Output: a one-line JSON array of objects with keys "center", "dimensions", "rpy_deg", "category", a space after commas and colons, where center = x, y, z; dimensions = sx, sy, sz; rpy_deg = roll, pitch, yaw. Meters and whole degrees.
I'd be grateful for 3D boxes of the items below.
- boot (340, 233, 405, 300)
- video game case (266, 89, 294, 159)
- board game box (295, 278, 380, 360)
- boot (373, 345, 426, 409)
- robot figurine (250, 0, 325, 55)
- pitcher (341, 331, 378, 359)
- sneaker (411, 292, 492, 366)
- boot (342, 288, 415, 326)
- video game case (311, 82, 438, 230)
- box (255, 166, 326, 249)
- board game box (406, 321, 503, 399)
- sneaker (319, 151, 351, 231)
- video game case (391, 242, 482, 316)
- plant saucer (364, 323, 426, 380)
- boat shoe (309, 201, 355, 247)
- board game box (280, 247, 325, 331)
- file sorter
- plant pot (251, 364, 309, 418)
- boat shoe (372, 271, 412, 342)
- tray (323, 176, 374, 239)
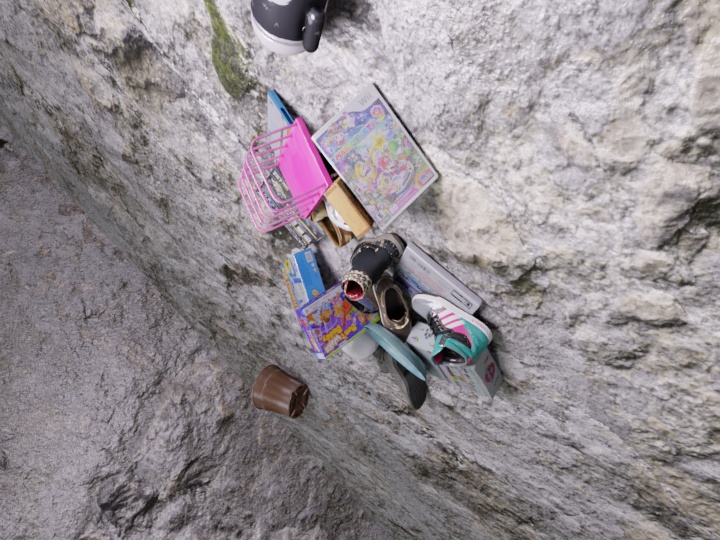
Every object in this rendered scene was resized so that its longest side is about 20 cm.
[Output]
[{"center": [0.000, -0.001, 1.184], "dimensions": [0.074, 0.154, 0.202], "rpy_deg": [49, 151, -12], "category": "boot"}, {"center": [-0.149, -0.260, 1.123], "dimensions": [0.203, 0.017, 0.144], "rpy_deg": [58, 156, 21], "category": "video game case"}, {"center": [-0.053, 0.112, 1.324], "dimensions": [0.044, 0.197, 0.138], "rpy_deg": [-11, 108, 54], "category": "board game box"}, {"center": [0.112, 0.301, 1.531], "dimensions": [0.129, 0.067, 0.205], "rpy_deg": [5, 125, 56], "category": "boot"}, {"center": [-0.105, -0.434, 0.808], "dimensions": [0.120, 0.155, 0.201], "rpy_deg": [15, 151, -9], "category": "robot figurine"}, {"center": [-0.040, 0.139, 1.462], "dimensions": [0.170, 0.120, 0.204], "rpy_deg": [-11, 110, 61], "category": "pitcher"}, {"center": [0.172, 0.138, 1.128], "dimensions": [0.196, 0.121, 0.085], "rpy_deg": [27, 148, 28], "category": "sneaker"}, {"center": [0.044, 0.092, 1.304], "dimensions": [0.200, 0.097, 0.075], "rpy_deg": [45, 151, 1], "category": "boot"}, {"center": [0.028, -0.197, 0.916], "dimensions": [0.202, 0.143, 0.018], "rpy_deg": [50, 174, -11], "category": "video game case"}, {"center": [-0.164, -0.159, 1.308], "dimensions": [0.201, 0.049, 0.160], "rpy_deg": [50, 153, -8], "category": "box"}, {"center": [0.220, 0.211, 1.237], "dimensions": [0.196, 0.065, 0.149], "rpy_deg": [17, 153, 43], "category": "board game box"}, {"center": [-0.050, -0.165, 1.085], "dimensions": [0.200, 0.074, 0.089], "rpy_deg": [46, 156, 28], "category": "sneaker"}, {"center": [0.161, 0.049, 1.177], "dimensions": [0.198, 0.022, 0.184], "rpy_deg": [39, 151, 10], "category": "video game case"}, {"center": [0.091, 0.194, 1.292], "dimensions": [0.198, 0.028, 0.201], "rpy_deg": [40, 170, 8], "category": "plant saucer"}, {"center": [-0.083, -0.142, 1.197], "dimensions": [0.201, 0.074, 0.075], "rpy_deg": [50, 150, -10], "category": "boat shoe"}, {"center": [-0.150, 0.059, 1.453], "dimensions": [0.195, 0.054, 0.207], "rpy_deg": [-25, 84, 69], "category": "board game box"}, {"center": [-0.161, -0.177, 1.047], "dimensions": [0.143, 0.123, 0.199], "rpy_deg": [63, 157, 3], "category": "file sorter"}, {"center": [-0.341, 0.543, 2.308], "dimensions": [0.193, 0.202, 0.204], "rpy_deg": [14, 141, 29], "category": "plant pot"}, {"center": [0.083, 0.100, 1.234], "dimensions": [0.060, 0.070, 0.204], "rpy_deg": [-125, 11, -57], "category": "boat shoe"}, {"center": [-0.006, -0.141, 0.993], "dimensions": [0.037, 0.201, 0.099], "rpy_deg": [-35, 103, 22], "category": "tray"}]
